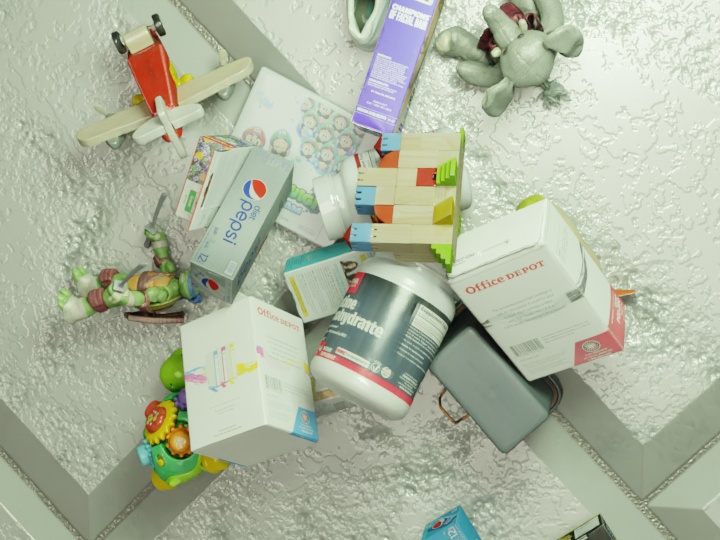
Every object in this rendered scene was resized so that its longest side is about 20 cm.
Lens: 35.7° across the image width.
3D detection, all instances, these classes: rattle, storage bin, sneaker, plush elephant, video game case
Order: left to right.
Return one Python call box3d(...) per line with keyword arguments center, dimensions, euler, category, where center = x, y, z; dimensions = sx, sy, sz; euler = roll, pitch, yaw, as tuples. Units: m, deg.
box3d(center=(-0.087, -0.154, 1.550), dimensions=(0.198, 0.024, 0.184), euler=(28, 101, 5), category="video game case")
box3d(center=(0.017, -0.394, 1.474), dimensions=(0.069, 0.080, 0.205), euler=(4, 97, 10), category="sneaker")
box3d(center=(0.164, 0.151, 1.494), dimensions=(0.145, 0.134, 0.201), euler=(-42, 89, 12), category="storage bin")
box3d(center=(0.197, -0.285, 1.418), dimensions=(0.164, 0.155, 0.201), euler=(-41, 89, 12), category="plush elephant")
box3d(center=(0.251, 0.007, 1.496), dimensions=(0.199, 0.131, 0.143), euler=(37, 115, -24), category="rattle")

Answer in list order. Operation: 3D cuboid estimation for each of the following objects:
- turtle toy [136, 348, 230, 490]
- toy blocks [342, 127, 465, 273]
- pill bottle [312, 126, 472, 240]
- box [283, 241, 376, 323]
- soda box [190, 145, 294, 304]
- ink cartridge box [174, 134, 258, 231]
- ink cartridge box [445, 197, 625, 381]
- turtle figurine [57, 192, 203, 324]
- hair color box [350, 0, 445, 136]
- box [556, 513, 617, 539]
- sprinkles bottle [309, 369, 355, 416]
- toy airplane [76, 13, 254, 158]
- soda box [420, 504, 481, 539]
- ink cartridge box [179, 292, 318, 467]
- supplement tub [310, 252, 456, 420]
box3d(center=(-0.249, 0.207, 1.564), dimensions=(0.144, 0.203, 0.101), euler=(-25, 134, 35), category="turtle toy")
box3d(center=(0.054, -0.090, 1.370), dimensions=(0.134, 0.100, 0.203), euler=(2, 64, 12), category="toy blocks")
box3d(center=(0.041, -0.109, 1.477), dimensions=(0.196, 0.112, 0.114), euler=(-17, 95, 2), category="pill bottle")
box3d(center=(0.000, 0.000, 1.532), dimensions=(0.197, 0.049, 0.083), euler=(-17, 114, 11), category="box")
box3d(center=(-0.154, -0.061, 1.471), dimensions=(0.062, 0.069, 0.202), euler=(22, 59, 5), category="soda box")
box3d(center=(-0.195, -0.117, 1.458), dimensions=(0.050, 0.200, 0.111), euler=(21, 101, 7), category="ink cartridge box")
box3d(center=(0.218, 0.027, 1.383), dimensions=(0.144, 0.086, 0.200), euler=(-22, 125, 32), category="ink cartridge box")
box3d(center=(-0.328, -0.007, 1.552), dimensions=(0.190, 0.200, 0.146), euler=(-13, 61, 15), category="turtle figurine")
box3d(center=(0.051, -0.275, 1.458), dimensions=(0.064, 0.109, 0.204), euler=(18, 94, 5), category="hair color box")
box3d(center=(0.322, 0.467, 1.554), dimensions=(0.158, 0.049, 0.202), euler=(-34, 91, 9), category="box")
box3d(center=(-0.058, 0.170, 1.566), dimensions=(0.196, 0.068, 0.069), euler=(-16, 95, 11), category="sprinkles bottle")
box3d(center=(-0.261, -0.227, 1.511), dimensions=(0.197, 0.142, 0.202), euler=(18, 68, 20), category="toy airplane")
box3d(center=(0.164, 0.438, 1.565), dimensions=(0.064, 0.068, 0.202), euler=(-31, 92, 12), category="soda box")
box3d(center=(-0.150, 0.138, 1.489), dimensions=(0.124, 0.128, 0.203), euler=(-22, 62, 24), category="ink cartridge box")
box3d(center=(0.036, 0.073, 1.419), dimensions=(0.139, 0.140, 0.202), euler=(26, 79, 5), category="supplement tub")
